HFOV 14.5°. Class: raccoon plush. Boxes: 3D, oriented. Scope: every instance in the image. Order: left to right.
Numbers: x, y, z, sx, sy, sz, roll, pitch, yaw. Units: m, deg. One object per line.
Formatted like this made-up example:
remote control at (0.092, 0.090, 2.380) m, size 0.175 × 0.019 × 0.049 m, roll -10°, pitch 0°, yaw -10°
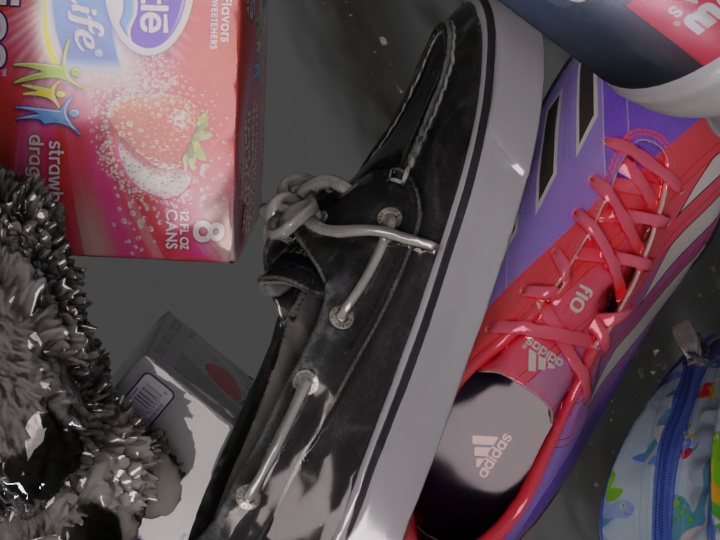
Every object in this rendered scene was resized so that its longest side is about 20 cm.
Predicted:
raccoon plush at (-0.096, 0.003, 0.805) m, size 0.096 × 0.134 × 0.201 m, roll 7°, pitch 86°, yaw 17°

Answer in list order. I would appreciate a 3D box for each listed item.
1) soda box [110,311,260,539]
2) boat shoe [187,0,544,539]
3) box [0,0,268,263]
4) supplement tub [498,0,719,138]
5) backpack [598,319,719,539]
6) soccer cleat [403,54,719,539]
soda box at (-0.103, 0.112, 0.908) m, size 0.063 × 0.068 × 0.200 m, roll 39°, pitch 101°, yaw -5°
boat shoe at (-0.001, 0.001, 0.852) m, size 0.068 × 0.074 × 0.200 m, roll 21°, pitch 80°, yaw -12°
box at (-0.078, -0.108, 0.852) m, size 0.099 × 0.095 × 0.201 m, roll 2°, pitch 101°, yaw 4°
supplement tub at (0.079, -0.131, 0.780) m, size 0.200 × 0.140 × 0.140 m, roll 34°, pitch 101°, yaw -22°
backpack at (0.146, 0.077, 0.819) m, size 0.153 × 0.200 × 0.164 m, roll -8°, pitch 100°, yaw 4°
soccer cleat at (0.065, 0.007, 0.876) m, size 0.068 × 0.073 × 0.200 m, roll 27°, pitch 100°, yaw -1°
